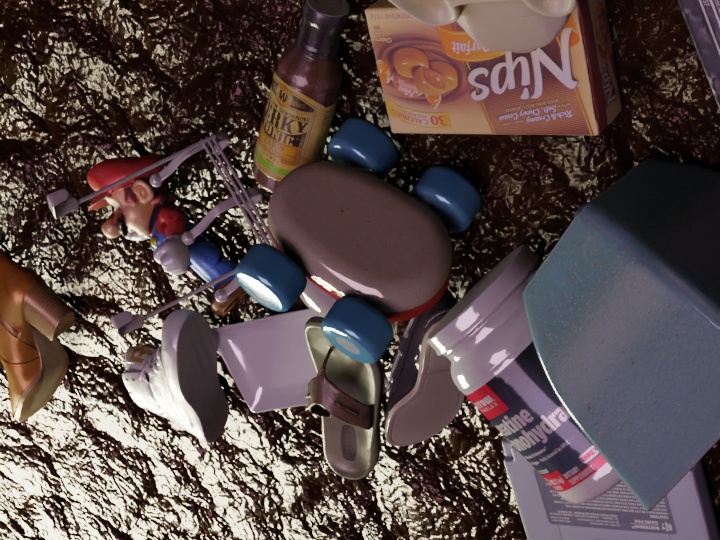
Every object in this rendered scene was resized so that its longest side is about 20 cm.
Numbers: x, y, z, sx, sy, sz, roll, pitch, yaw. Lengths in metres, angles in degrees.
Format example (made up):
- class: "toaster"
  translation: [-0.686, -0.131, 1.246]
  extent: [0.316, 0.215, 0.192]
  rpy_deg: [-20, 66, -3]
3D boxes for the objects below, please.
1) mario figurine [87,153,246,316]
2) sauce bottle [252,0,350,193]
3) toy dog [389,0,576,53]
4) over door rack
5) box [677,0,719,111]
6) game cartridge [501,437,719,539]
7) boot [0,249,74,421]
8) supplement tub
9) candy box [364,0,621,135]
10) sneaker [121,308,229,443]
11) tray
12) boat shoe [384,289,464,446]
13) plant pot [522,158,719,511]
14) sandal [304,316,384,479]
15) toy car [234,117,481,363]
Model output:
- class: "mario figurine"
  translation: [-0.206, -0.028, 1.584]
  extent: [0.200, 0.106, 0.123]
  rpy_deg: [45, 137, 2]
- class: "sauce bottle"
  translation: [-0.052, -0.160, 1.419]
  extent: [0.064, 0.065, 0.201]
  rpy_deg: [29, 131, 15]
- class: "toy dog"
  translation: [0.117, -0.275, 1.145]
  extent: [0.139, 0.201, 0.194]
  rpy_deg: [-4, 161, 33]
- class: "over door rack"
  translation: [-0.181, -0.034, 1.481]
  extent: [0.148, 0.199, 0.067]
  rpy_deg: [58, 151, 15]
- class: "box"
  translation: [0.340, -0.194, 1.084]
  extent: [0.198, 0.123, 0.201]
  rpy_deg: [-9, 115, 39]
- class: "game cartridge"
  translation: [0.239, 0.217, 1.493]
  extent: [0.199, 0.042, 0.134]
  rpy_deg: [-1, 123, 35]
- class: "boot"
  translation: [-0.408, 0.068, 1.824]
  extent: [0.144, 0.071, 0.202]
  rpy_deg: [38, 130, 16]
- class: "supplement tub"
  translation: [0.170, 0.091, 1.382]
  extent: [0.200, 0.140, 0.140]
  rpy_deg: [46, 134, -1]
- class: "candy box"
  translation: [0.109, -0.175, 1.303]
  extent: [0.199, 0.055, 0.116]
  rpy_deg: [3, 121, 32]
- class: "sneaker"
  translation: [-0.213, 0.102, 1.681]
  extent: [0.115, 0.074, 0.201]
  rpy_deg: [22, 144, 22]
- class: "tray"
  translation: [-0.061, 0.088, 1.620]
  extent: [0.199, 0.022, 0.108]
  rpy_deg: [-12, 111, 39]
- class: "boat shoe"
  translation: [0.064, 0.096, 1.531]
  extent: [0.201, 0.072, 0.063]
  rpy_deg: [108, 152, -46]
- class: "plant pot"
  translation: [0.250, 0.028, 1.258]
  extent: [0.200, 0.196, 0.196]
  rpy_deg: [44, 135, 13]
- class: "sandal"
  translation: [-0.019, 0.136, 1.568]
  extent: [0.079, 0.057, 0.202]
  rpy_deg: [11, 125, 28]
- class: "toy car"
  translation: [0.000, 0.000, 1.449]
  extent: [0.176, 0.185, 0.200]
  rpy_deg: [30, 159, 13]
